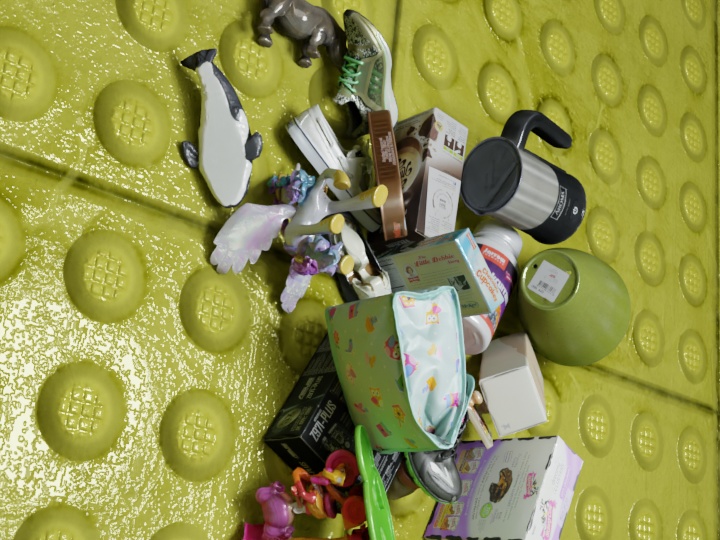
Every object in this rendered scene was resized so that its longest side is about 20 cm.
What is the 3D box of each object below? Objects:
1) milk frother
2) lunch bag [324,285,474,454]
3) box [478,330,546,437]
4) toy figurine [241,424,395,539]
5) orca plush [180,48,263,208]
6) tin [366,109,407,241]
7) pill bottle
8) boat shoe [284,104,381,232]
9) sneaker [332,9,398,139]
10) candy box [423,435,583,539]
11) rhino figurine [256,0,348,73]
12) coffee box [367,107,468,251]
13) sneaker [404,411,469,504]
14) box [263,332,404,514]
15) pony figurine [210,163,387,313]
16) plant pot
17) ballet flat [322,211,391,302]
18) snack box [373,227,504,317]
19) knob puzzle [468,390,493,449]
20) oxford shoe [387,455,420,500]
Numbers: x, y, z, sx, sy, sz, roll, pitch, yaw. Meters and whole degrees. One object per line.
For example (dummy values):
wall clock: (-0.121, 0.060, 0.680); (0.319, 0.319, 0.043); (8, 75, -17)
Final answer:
milk frother: (0.222, -0.145, 1.583); (0.187, 0.198, 0.184); (19, 71, -45)
lunch bag: (0.052, 0.130, 1.283); (0.120, 0.169, 0.204); (-8, 86, -34)
box: (0.233, 0.169, 1.551); (0.200, 0.077, 0.096); (-58, 128, -75)
toy figurine: (-0.063, 0.308, 1.256); (0.150, 0.181, 0.204); (-35, 112, -82)
orca plush: (-0.188, -0.184, 1.339); (0.104, 0.071, 0.203); (-25, 93, 3)
tin: (0.038, -0.136, 1.436); (0.041, 0.113, 0.203); (-6, 58, -2)
pill bottle: (0.182, 0.020, 1.582); (0.112, 0.111, 0.202); (46, 54, -25)
boat shoe: (-0.015, -0.153, 1.447); (0.086, 0.075, 0.203); (-37, 106, 5)
sneaker: (-0.003, -0.276, 1.476); (0.088, 0.076, 0.203); (-32, 126, -25)
candy box: (0.208, 0.334, 1.479); (0.071, 0.198, 0.169); (43, 56, -26)
rhino figurine: (-0.070, -0.344, 1.464); (0.198, 0.059, 0.089); (21, 70, -39)
coffee box: (0.086, -0.126, 1.524); (0.079, 0.112, 0.203); (24, 65, -36)
sneaker: (0.105, 0.216, 1.371); (0.076, 0.083, 0.204); (-9, 87, -42)
box: (-0.012, 0.201, 1.383); (0.164, 0.085, 0.201); (48, 53, -24)
pony figurine: (-0.078, -0.052, 1.332); (0.166, 0.198, 0.195); (35, 75, -39)
plant pot: (0.321, 0.041, 1.605); (0.200, 0.184, 0.191); (33, 57, -63)
ballet flat: (0.000, 0.000, 1.446); (0.073, 0.072, 0.202); (-36, 105, -40)
snack box: (0.101, 0.014, 1.448); (0.037, 0.198, 0.117); (-39, 107, -37)
knob puzzle: (0.147, 0.158, 1.494); (0.222, 0.030, 0.220); (59, 5, -8)
oxford shoe: (0.075, 0.248, 1.474); (0.070, 0.075, 0.201); (40, 36, -5)
